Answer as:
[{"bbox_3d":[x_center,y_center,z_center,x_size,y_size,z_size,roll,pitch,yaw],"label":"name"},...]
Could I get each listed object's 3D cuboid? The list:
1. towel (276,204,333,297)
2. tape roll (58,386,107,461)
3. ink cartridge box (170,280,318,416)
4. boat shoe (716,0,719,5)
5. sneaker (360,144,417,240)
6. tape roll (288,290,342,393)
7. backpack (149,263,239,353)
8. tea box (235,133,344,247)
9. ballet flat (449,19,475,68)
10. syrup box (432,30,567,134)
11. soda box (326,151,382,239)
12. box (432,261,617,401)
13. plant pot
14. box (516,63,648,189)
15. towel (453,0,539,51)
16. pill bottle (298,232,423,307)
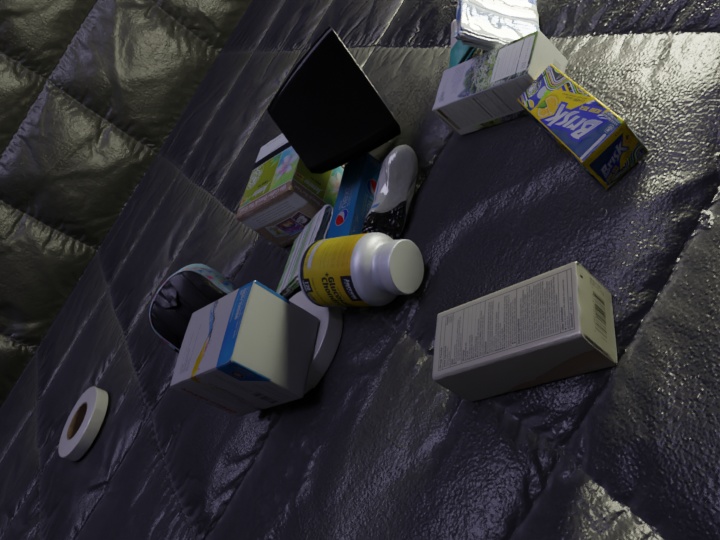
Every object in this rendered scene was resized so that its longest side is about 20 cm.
[{"bbox_3d":[-0.108,-0.028,1.243,0.200,0.030,0.152,-38,31,62],"label":"towel"},{"bbox_3d":[-0.770,0.424,1.796,0.202,0.037,0.206,-35,39,33],"label":"tape roll"},{"bbox_3d":[-0.194,0.137,1.078,0.198,0.146,0.147,-24,45,42],"label":"ink cartridge box"},{"bbox_3d":[0.485,-0.360,0.712,0.198,0.062,0.076,0,61,54],"label":"boat shoe"},{"bbox_3d":[0.052,-0.115,1.115,0.073,0.071,0.204,73,-144,-81],"label":"sneaker"},{"bbox_3d":[-0.109,0.128,1.143,0.202,0.037,0.205,-35,37,32],"label":"tape roll"},{"bbox_3d":[-0.322,0.087,1.325,0.179,0.199,0.151,-53,12,8],"label":"backpack"},{"bbox_3d":[-0.133,-0.182,1.353,0.198,0.133,0.200,-20,48,45],"label":"tea box"},{"bbox_3d":[0.205,-0.445,1.164,0.201,0.070,0.067,-52,2,7],"label":"ballet flat"},{"bbox_3d":[0.213,-0.287,1.010,0.198,0.081,0.080,-7,59,53],"label":"syrup box"},{"bbox_3d":[-0.005,-0.111,1.179,0.067,0.064,0.203,-20,47,44],"label":"soda box"},{"bbox_3d":[0.181,0.077,0.741,0.198,0.077,0.096,-25,44,42],"label":"box"},{"bbox_3d":[-0.054,-0.285,1.173,0.176,0.201,0.200,-35,4,8],"label":"plant pot"},{"bbox_3d":[0.284,-0.193,0.847,0.070,0.064,0.201,-45,34,19],"label":"box"},{"bbox_3d":[0.226,-0.418,1.055,0.024,0.144,0.203,110,172,-51],"label":"towel"},{"bbox_3d":[0.000,0.000,1.022,0.198,0.112,0.114,-5,58,46],"label":"pill bottle"}]
